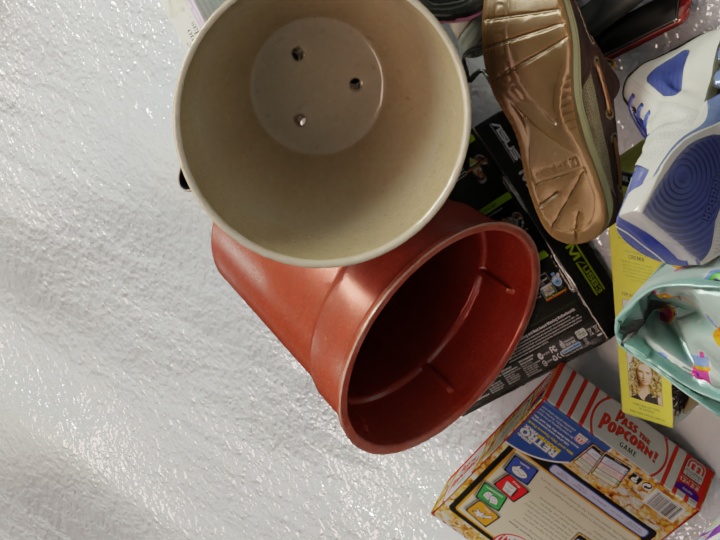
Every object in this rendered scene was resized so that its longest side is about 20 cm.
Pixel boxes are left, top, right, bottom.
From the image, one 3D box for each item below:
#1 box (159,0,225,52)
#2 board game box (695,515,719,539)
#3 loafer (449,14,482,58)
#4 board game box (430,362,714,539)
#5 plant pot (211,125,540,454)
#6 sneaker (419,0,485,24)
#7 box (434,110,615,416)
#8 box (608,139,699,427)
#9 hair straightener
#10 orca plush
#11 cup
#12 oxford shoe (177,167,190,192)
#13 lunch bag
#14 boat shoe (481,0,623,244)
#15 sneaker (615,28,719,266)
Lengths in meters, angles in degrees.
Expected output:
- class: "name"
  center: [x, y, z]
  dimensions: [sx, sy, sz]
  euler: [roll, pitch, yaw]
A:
- class: "box"
  center: [-0.136, -0.225, 1.397]
  dimensions: [0.039, 0.041, 0.201]
  euler: [-19, 103, 49]
- class: "board game box"
  center: [0.344, 0.177, 1.264]
  dimensions: [0.105, 0.103, 0.200]
  euler: [52, 139, 6]
- class: "loafer"
  center: [0.112, -0.228, 1.267]
  dimensions: [0.063, 0.071, 0.200]
  euler: [56, 142, 12]
- class: "board game box"
  center: [0.166, 0.181, 1.450]
  dimensions: [0.151, 0.046, 0.200]
  euler: [36, 137, -2]
- class: "plant pot"
  center: [0.000, 0.000, 1.368]
  dimensions: [0.195, 0.199, 0.202]
  euler: [40, 137, 34]
- class: "sneaker"
  center: [0.005, -0.234, 1.235]
  dimensions: [0.199, 0.095, 0.080]
  euler: [28, 92, 12]
- class: "box"
  center: [0.096, 0.000, 1.438]
  dimensions: [0.200, 0.047, 0.194]
  euler: [-35, 86, 50]
- class: "box"
  center: [0.221, 0.007, 1.301]
  dimensions: [0.050, 0.075, 0.202]
  euler: [15, 125, 40]
- class: "hair straightener"
  center: [0.138, -0.173, 1.273]
  dimensions: [0.077, 0.041, 0.199]
  euler: [33, 149, -27]
- class: "orca plush"
  center: [-0.064, -0.198, 1.324]
  dimensions: [0.104, 0.071, 0.202]
  euler: [-2, 115, 43]
- class: "cup"
  center: [-0.028, -0.119, 1.253]
  dimensions: [0.198, 0.143, 0.203]
  euler: [-1, 106, -2]
- class: "oxford shoe"
  center: [-0.100, -0.134, 1.521]
  dimensions: [0.071, 0.073, 0.201]
  euler: [44, 137, 15]
- class: "lunch bag"
  center: [0.282, 0.010, 1.168]
  dimensions: [0.198, 0.170, 0.123]
  euler: [4, 127, 41]
- class: "boat shoe"
  center: [0.139, -0.122, 1.221]
  dimensions: [0.072, 0.072, 0.202]
  euler: [-14, 94, 38]
- class: "sneaker"
  center: [0.217, -0.087, 1.182]
  dimensions: [0.080, 0.200, 0.115]
  euler: [41, 156, -20]
